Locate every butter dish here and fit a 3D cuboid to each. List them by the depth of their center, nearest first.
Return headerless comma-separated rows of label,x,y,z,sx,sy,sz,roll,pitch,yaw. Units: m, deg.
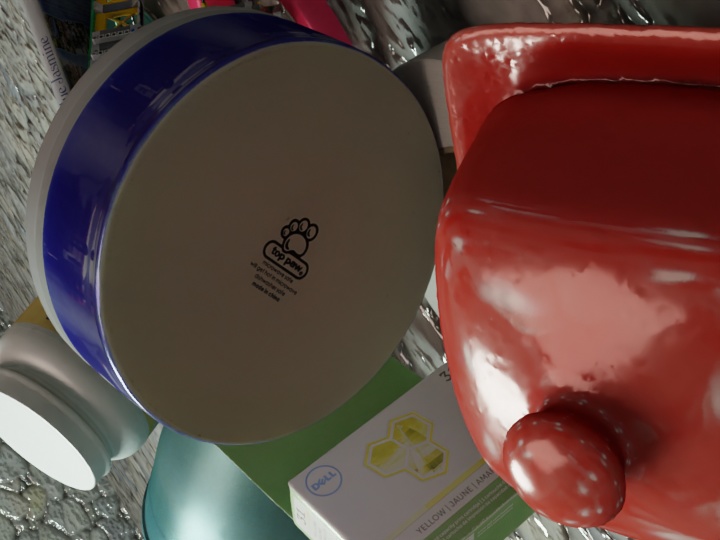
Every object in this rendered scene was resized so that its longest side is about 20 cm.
butter dish,0.099,0.029,0.417,0.198,0.148,0.202,11,132,35

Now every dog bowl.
dog bowl,-0.056,-0.021,0.567,0.078,0.199,0.202,29,143,46

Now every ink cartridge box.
ink cartridge box,0.010,0.108,0.732,0.199,0.145,0.048,37,146,34

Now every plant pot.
plant pot,-0.074,0.142,0.933,0.200,0.198,0.190,45,141,31

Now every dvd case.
dvd case,-0.214,-0.149,0.943,0.143,0.017,0.203,-14,-97,-77

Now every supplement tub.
supplement tub,-0.208,0.063,0.961,0.144,0.201,0.146,24,147,17

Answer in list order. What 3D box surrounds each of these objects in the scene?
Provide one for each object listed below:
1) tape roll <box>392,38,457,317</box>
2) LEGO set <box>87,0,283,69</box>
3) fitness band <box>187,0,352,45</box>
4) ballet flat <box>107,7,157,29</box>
tape roll,0.077,-0.022,0.592,0.203,0.037,0.204,47,154,31
LEGO set,-0.086,-0.111,0.699,0.155,0.114,0.202,-100,0,-51
fitness band,-0.054,-0.154,0.719,0.200,0.037,0.145,49,158,27
ballet flat,-0.158,-0.122,0.950,0.202,0.068,0.071,62,177,-7
